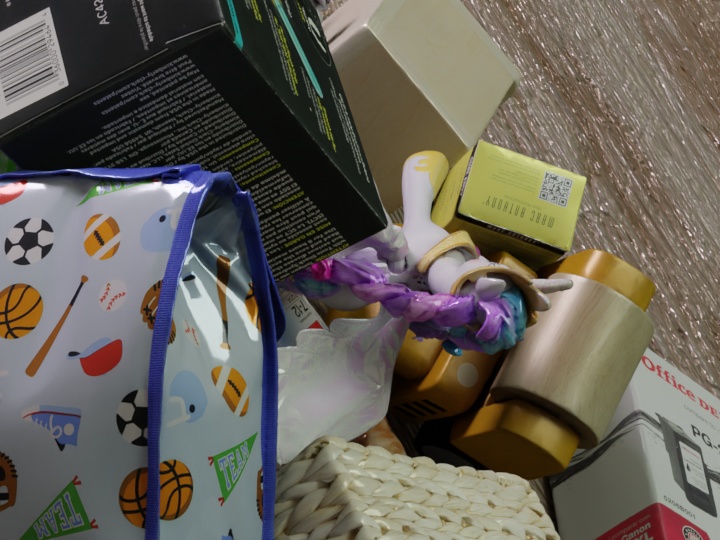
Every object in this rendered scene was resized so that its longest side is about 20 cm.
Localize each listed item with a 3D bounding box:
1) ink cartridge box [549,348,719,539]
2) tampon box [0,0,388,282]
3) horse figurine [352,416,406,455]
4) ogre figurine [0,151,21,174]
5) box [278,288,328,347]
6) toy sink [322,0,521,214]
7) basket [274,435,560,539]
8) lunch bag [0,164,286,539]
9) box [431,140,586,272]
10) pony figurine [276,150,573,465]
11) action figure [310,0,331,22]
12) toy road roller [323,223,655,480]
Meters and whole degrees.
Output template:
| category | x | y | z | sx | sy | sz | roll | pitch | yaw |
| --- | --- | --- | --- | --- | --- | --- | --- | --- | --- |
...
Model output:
| category | x | y | z | sx | sy | sz | roll | pitch | yaw |
| --- | --- | --- | --- | --- | --- | --- | --- | --- | --- |
| ink cartridge box | 0.199 | 0.158 | 1.950 | 0.145 | 0.083 | 0.201 | 34 | 32 | -33 |
| tampon box | -0.095 | -0.097 | 1.480 | 0.200 | 0.126 | 0.151 | 50 | 18 | -54 |
| horse figurine | 0.028 | 0.147 | 1.721 | 0.200 | 0.050 | 0.133 | 46 | 32 | -19 |
| ogre figurine | -0.231 | -0.079 | 1.496 | 0.098 | 0.120 | 0.201 | 9 | 49 | -54 |
| box | -0.084 | 0.044 | 1.681 | 0.110 | 0.035 | 0.200 | 52 | 26 | -3 |
| toy sink | 0.017 | -0.112 | 1.930 | 0.112 | 0.130 | 0.200 | 49 | 26 | -9 |
| basket | 0.001 | 0.201 | 1.450 | 0.198 | 0.200 | 0.161 | 17 | 42 | -51 |
| lunch bag | -0.127 | 0.054 | 1.369 | 0.124 | 0.169 | 0.202 | 0 | 89 | -61 |
| box | 0.077 | -0.024 | 1.851 | 0.075 | 0.200 | 0.050 | 18 | 75 | -6 |
| pony figurine | 0.000 | 0.000 | 1.655 | 0.200 | 0.192 | 0.168 | -132 | -145 | -65 |
| action figure | -0.086 | -0.177 | 1.880 | 0.129 | 0.070 | 0.200 | 2 | 30 | -8 |
| toy road roller | 0.066 | 0.040 | 1.769 | 0.146 | 0.200 | 0.123 | 33 | 72 | -15 |
